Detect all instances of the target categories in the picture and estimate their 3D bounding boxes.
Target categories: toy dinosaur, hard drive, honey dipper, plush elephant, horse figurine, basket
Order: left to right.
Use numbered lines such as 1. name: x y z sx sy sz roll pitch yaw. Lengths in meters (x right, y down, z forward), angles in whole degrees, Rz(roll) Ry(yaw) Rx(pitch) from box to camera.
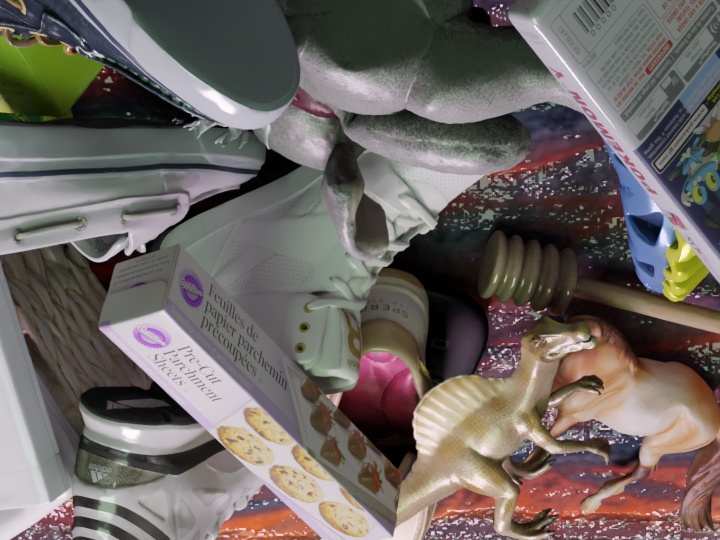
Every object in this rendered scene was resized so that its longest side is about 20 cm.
1. hard drive: -0.227 0.023 0.881 0.131 0.027 0.202 -9 104 30
2. basket: -0.221 0.082 0.986 0.199 0.123 0.136 -31 92 32
3. plush elephant: 0.003 -0.100 0.807 0.199 0.155 0.166 -29 87 -9
4. toy dinosaur: 0.063 0.097 0.946 0.101 0.058 0.200 32 111 -27
5. horse figurine: 0.146 0.084 1.012 0.199 0.050 0.133 24 129 -28
6. honey dipper: 0.162 0.018 0.971 0.198 0.038 0.038 13 134 -10

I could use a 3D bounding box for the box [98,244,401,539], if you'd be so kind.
1. box: -0.047 0.065 0.850 0.041 0.039 0.200 -15 135 28

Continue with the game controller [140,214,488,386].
1. game controller: -0.031 0.031 0.999 0.198 0.042 0.105 15 134 -9

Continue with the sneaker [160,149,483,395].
1. sneaker: 0.000 0.000 0.895 0.199 0.116 0.074 -27 150 17

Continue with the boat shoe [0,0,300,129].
1. boat shoe: -0.116 -0.114 0.706 0.200 0.071 0.091 42 136 0

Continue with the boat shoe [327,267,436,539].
1. boat shoe: 0.008 0.096 0.980 0.073 0.069 0.202 -1 127 4

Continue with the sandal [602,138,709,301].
1. sandal: 0.151 -0.065 0.875 0.087 0.079 0.201 32 151 28

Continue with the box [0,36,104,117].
1. box: -0.210 -0.159 0.805 0.121 0.048 0.201 8 142 39

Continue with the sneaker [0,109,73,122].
1. sneaker: -0.243 -0.048 0.919 0.198 0.084 0.074 -17 130 22

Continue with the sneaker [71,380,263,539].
1. sneaker: -0.096 0.122 0.946 0.075 0.200 0.117 15 94 25

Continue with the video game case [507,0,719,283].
1. video game case: 0.175 -0.119 0.756 0.200 0.023 0.182 -50 122 -9

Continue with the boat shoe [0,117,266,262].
1. boat shoe: -0.125 -0.038 0.858 0.073 0.199 0.068 9 99 41
